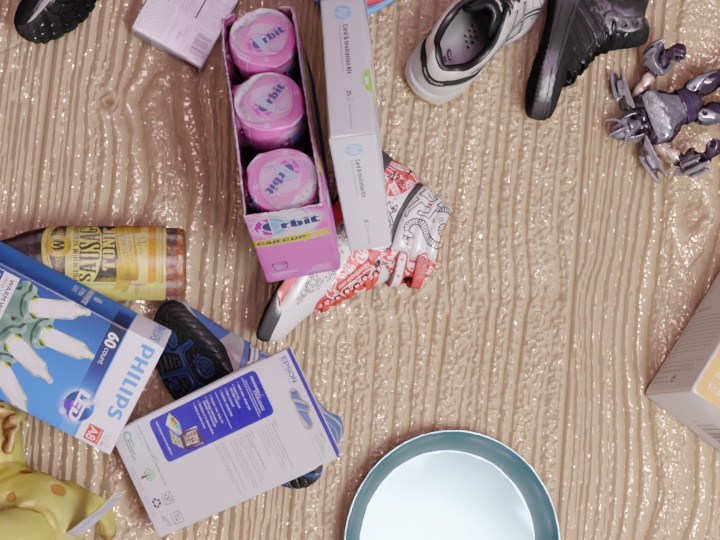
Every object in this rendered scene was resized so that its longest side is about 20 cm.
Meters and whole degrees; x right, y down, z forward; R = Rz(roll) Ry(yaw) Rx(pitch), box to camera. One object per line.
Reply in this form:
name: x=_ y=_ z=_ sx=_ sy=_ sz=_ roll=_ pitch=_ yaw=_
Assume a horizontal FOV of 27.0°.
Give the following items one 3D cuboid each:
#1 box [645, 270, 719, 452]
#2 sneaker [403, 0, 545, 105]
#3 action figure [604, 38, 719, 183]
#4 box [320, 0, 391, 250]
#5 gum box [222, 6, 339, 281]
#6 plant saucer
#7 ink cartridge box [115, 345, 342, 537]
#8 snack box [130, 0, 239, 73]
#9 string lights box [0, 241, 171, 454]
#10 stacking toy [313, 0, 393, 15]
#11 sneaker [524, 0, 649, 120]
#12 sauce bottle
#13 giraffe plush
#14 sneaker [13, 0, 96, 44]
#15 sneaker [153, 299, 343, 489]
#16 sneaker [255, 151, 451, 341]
box: x=0.386 y=0.073 z=1.369 sx=0.152 sy=0.106 sz=0.201 roll=35 pitch=78 yaw=-6
sneaker: x=0.122 y=-0.235 z=1.356 sx=0.075 sy=0.088 sz=0.201 roll=37 pitch=76 yaw=-4
action figure: x=0.317 y=-0.159 z=1.402 sx=0.198 sy=0.069 sz=0.132 roll=-20 pitch=93 yaw=-11
box: x=-0.006 y=-0.144 z=1.244 sx=0.041 sy=0.157 sz=0.202 roll=-5 pitch=57 yaw=3
gum box: x=-0.067 y=-0.109 z=1.245 sx=0.065 sy=0.114 sz=0.202 roll=-10 pitch=63 yaw=2
plant saucer: x=0.079 y=0.243 z=1.322 sx=0.197 sy=0.027 sz=0.203 roll=1 pitch=83 yaw=-12
ink cartridge box: x=-0.105 y=0.139 z=1.228 sx=0.199 sy=0.039 sz=0.100 roll=-26 pitch=89 yaw=28
snack box: x=-0.127 y=-0.281 z=1.337 sx=0.071 sy=0.024 sz=0.202 roll=29 pitch=78 yaw=-7
string lights box: x=-0.264 y=0.052 z=1.206 sx=0.198 sy=0.059 sz=0.104 roll=28 pitch=100 yaw=-6
stacking toy: x=0.011 y=-0.299 z=1.280 sx=0.109 sy=0.200 sz=0.117 roll=-32 pitch=92 yaw=-14
sneaker: x=0.223 y=-0.224 z=1.391 sx=0.103 sy=0.060 sz=0.202 roll=16 pitch=77 yaw=-6
sauce bottle: x=-0.245 y=-0.005 z=1.258 sx=0.197 sy=0.066 sz=0.067 roll=-2 pitch=84 yaw=-10
giraffe plush: x=-0.305 y=0.176 z=1.192 sx=0.199 sy=0.173 sz=0.163 roll=-38 pitch=71 yaw=-3
sneaker: x=-0.252 y=-0.289 z=1.297 sx=0.087 sy=0.076 sz=0.201 roll=31 pitch=74 yaw=8
sneaker: x=-0.099 y=0.100 z=1.286 sx=0.200 sy=0.076 sz=0.077 roll=45 pitch=36 yaw=5
sneaker: x=0.000 y=-0.001 z=1.312 sx=0.107 sy=0.067 sz=0.202 roll=34 pitch=75 yaw=-4
